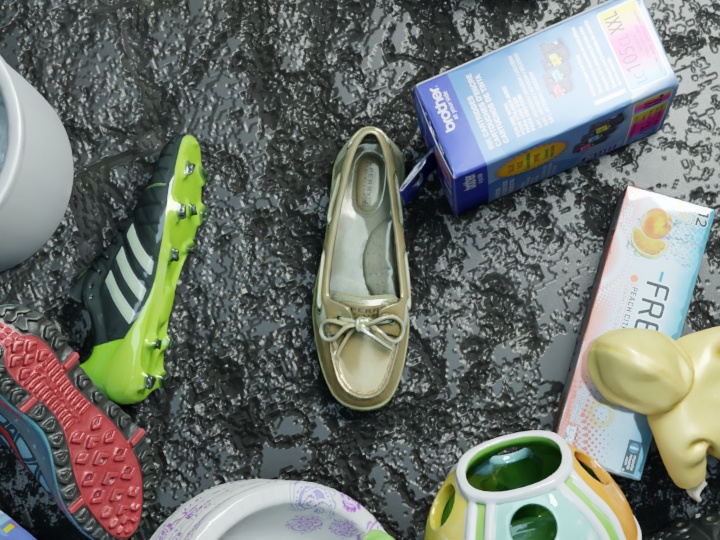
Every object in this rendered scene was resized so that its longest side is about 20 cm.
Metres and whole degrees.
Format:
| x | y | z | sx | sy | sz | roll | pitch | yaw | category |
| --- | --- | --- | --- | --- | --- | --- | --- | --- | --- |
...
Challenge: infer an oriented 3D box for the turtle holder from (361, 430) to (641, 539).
| x | y | z | sx | sy | sz | roll | pitch | yaw | category |
| --- | --- | --- | --- | --- | --- | --- | --- | --- | --- |
| 0.096 | 0.182 | 1.213 | 0.184 | 0.141 | 0.132 | -1 | 123 | 21 | turtle holder |

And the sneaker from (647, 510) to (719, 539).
| x | y | z | sx | sy | sz | roll | pitch | yaw | category |
| --- | --- | --- | --- | --- | --- | --- | --- | --- | --- |
| 0.214 | 0.234 | 1.269 | 0.199 | 0.072 | 0.073 | -27 | 116 | -5 | sneaker |

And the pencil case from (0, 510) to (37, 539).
| x | y | z | sx | sy | sz | roll | pitch | yaw | category |
| --- | --- | --- | --- | --- | --- | --- | --- | --- | --- |
| -0.230 | 0.244 | 1.279 | 0.200 | 0.087 | 0.078 | 38 | 45 | 4 | pencil case |

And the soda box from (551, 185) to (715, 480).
| x | y | z | sx | sy | sz | roll | pitch | yaw | category |
| --- | --- | --- | --- | --- | --- | --- | --- | --- | --- |
| 0.192 | 0.045 | 1.280 | 0.068 | 0.064 | 0.201 | 16 | 87 | 4 | soda box |

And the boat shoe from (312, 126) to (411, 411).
| x | y | z | sx | sy | sz | roll | pitch | yaw | category |
| --- | --- | --- | --- | --- | --- | --- | --- | --- | --- |
| 0.003 | -0.001 | 1.292 | 0.073 | 0.063 | 0.202 | 6 | 86 | 3 | boat shoe |

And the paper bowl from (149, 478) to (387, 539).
| x | y | z | sx | sy | sz | roll | pitch | yaw | category |
| --- | --- | --- | --- | --- | --- | --- | --- | --- | --- |
| -0.070 | 0.244 | 1.232 | 0.199 | 0.104 | 0.202 | 2 | 85 | -31 | paper bowl |

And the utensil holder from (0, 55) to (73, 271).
| x | y | z | sx | sy | sz | roll | pitch | yaw | category |
| --- | --- | --- | --- | --- | --- | --- | --- | --- | --- |
| -0.295 | -0.079 | 1.245 | 0.169 | 0.200 | 0.171 | 0 | 85 | 3 | utensil holder |

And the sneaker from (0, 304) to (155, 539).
| x | y | z | sx | sy | sz | roll | pitch | yaw | category |
| --- | --- | --- | --- | --- | --- | --- | --- | --- | --- |
| -0.221 | 0.108 | 1.295 | 0.079 | 0.095 | 0.201 | -37 | 108 | -28 | sneaker |

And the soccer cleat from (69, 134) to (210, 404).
| x | y | z | sx | sy | sz | roll | pitch | yaw | category |
| --- | --- | --- | --- | --- | --- | --- | --- | --- | --- |
| -0.164 | -0.005 | 1.303 | 0.081 | 0.067 | 0.201 | 12 | 86 | 16 | soccer cleat |

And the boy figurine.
| x | y | z | sx | sy | sz | roll | pitch | yaw | category |
| --- | --- | --- | --- | --- | --- | --- | --- | --- | --- |
| 0.236 | 0.094 | 1.225 | 0.199 | 0.064 | 0.125 | 20 | 88 | -30 | boy figurine |

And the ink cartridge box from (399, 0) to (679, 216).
| x | y | z | sx | sy | sz | roll | pitch | yaw | category |
| --- | --- | --- | --- | --- | --- | --- | --- | --- | --- |
| 0.113 | -0.108 | 1.259 | 0.199 | 0.136 | 0.077 | -22 | 79 | 1 | ink cartridge box |
